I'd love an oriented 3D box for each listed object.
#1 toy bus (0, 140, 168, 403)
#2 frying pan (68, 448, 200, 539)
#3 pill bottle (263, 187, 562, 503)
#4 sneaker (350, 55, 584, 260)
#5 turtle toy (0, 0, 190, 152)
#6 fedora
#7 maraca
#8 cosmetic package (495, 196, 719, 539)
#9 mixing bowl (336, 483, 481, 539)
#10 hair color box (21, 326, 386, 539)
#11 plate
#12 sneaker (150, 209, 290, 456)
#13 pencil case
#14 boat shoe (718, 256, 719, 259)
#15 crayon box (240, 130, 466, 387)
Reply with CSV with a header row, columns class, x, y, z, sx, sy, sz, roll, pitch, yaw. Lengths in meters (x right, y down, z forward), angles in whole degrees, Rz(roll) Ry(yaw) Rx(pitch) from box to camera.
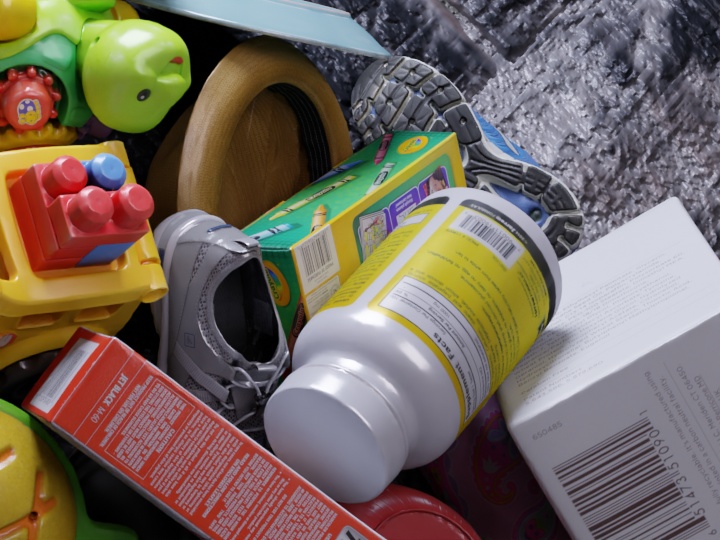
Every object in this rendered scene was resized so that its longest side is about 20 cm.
class,x,y,z,sx,sy,sz,roll,pitch,yaw
toy bus,-0.211,-0.009,1.401,0.200,0.192,0.136,-7,73,-35
frying pan,-0.126,0.187,1.462,0.115,0.031,0.190,-11,80,-37
pill bottle,0.030,0.046,1.456,0.112,0.112,0.200,48,49,-5
sneaker,0.074,-0.073,1.714,0.200,0.089,0.079,43,92,10
turtle toy,-0.192,-0.119,1.477,0.146,0.200,0.101,1,77,-59
fedora,-0.081,-0.050,1.560,0.200,0.082,0.201,-8,100,-55
maraca,-0.214,0.150,1.372,0.137,0.107,0.200,-46,114,-1
cosmetic package,0.187,0.085,1.550,0.165,0.165,0.200,58,7,-20
mixing bowl,0.014,0.209,1.499,0.200,0.108,0.201,15,59,-27
hair color box,-0.088,0.115,1.369,0.200,0.111,0.064,39,81,-15
plate,-0.074,-0.173,1.589,0.200,0.200,0.026,9,99,-31
sneaker,-0.080,0.066,1.450,0.075,0.082,0.200,-23,112,-34
pencil case,0.082,0.141,1.598,0.087,0.087,0.200,-26,84,-40
boat shoe,0.271,0.021,1.805,0.201,0.063,0.074,-13,77,-37
crayon box,0.000,0.000,1.556,0.200,0.058,0.119,-36,122,-48
